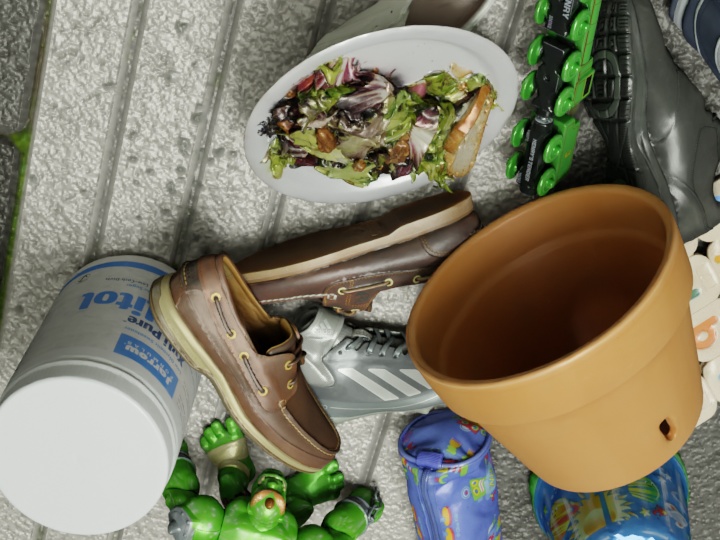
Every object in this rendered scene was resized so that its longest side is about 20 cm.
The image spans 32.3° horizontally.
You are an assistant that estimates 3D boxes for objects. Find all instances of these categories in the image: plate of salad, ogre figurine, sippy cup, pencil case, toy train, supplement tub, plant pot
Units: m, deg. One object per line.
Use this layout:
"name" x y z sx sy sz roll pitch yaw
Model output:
"plate of salad" 0.018 -0.096 0.869 0.198 0.048 0.201 -12 153 -6
"ogre figurine" -0.079 0.196 1.017 0.199 0.120 0.098 34 111 -14
"sippy cup" 0.211 0.211 1.012 0.177 0.131 0.140 30 112 -11
"pencil case" 0.081 0.219 1.044 0.077 0.087 0.202 2 116 25
"toy train" 0.141 -0.139 0.868 0.042 0.056 0.201 31 138 25
"supplement tub" -0.187 0.085 0.924 0.130 0.200 0.133 0 115 1
"plant pot" 0.149 0.057 0.865 0.199 0.201 0.141 -26 117 13

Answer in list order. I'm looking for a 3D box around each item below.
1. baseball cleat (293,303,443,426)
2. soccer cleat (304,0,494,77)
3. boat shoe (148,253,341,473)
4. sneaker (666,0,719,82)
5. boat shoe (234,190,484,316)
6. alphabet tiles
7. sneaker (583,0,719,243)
"baseball cleat" 0.012 0.068 0.984 0.198 0.070 0.107 -19 113 9
"soccer cleat" 0.018 -0.155 0.876 0.200 0.078 0.069 -42 108 18
"boat shoe" -0.072 0.071 0.928 0.067 0.072 0.201 -31 113 17
"sneaker" 0.282 -0.141 0.890 0.070 0.109 0.200 -31 141 12
"boat shoe" 0.000 0.000 0.951 0.198 0.071 0.071 -14 110 8
"alphabet tiles" 0.232 0.024 0.962 0.195 0.015 0.201 -32 101 0
"sneaker" 0.216 -0.111 0.903 0.090 0.076 0.202 -18 110 -13
